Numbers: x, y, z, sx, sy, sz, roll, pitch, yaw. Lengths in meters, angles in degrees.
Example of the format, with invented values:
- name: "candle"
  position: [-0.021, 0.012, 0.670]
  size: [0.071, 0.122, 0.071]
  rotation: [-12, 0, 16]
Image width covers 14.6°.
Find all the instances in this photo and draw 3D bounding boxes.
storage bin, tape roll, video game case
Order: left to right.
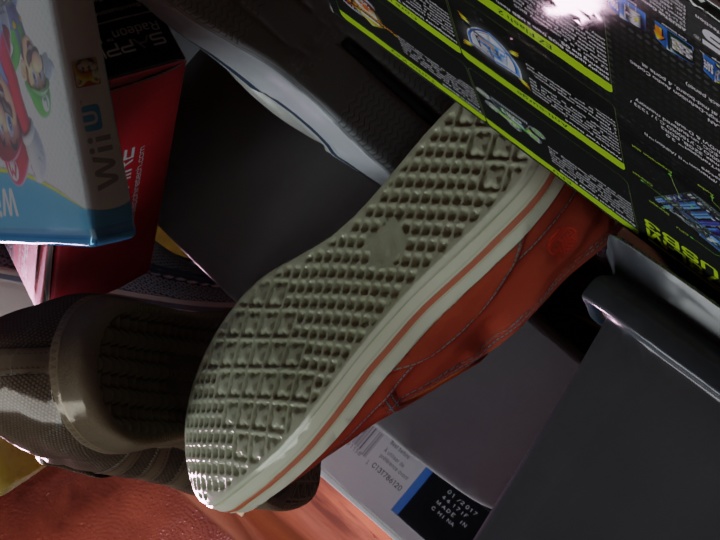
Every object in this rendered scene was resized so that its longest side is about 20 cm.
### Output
- name: "video game case"
  position: [-0.125, -0.108, 0.889]
  size: [0.143, 0.018, 0.201]
  rotation: [3, 105, 60]
- name: "tape roll"
  position: [0.000, 0.000, 1.054]
  size: [0.200, 0.066, 0.200]
  rotation: [41, -177, -3]
- name: "storage bin"
  position: [0.098, 0.088, 0.869]
  size: [0.145, 0.134, 0.200]
  rotation: [36, -178, 6]

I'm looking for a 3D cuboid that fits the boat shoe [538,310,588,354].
- name: "boat shoe"
  position: [0.091, 0.074, 1.122]
  size: [0.068, 0.072, 0.200]
  rotation: [34, -177, -33]

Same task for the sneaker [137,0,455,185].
- name: "sneaker"
  position: [-0.040, -0.095, 0.908]
  size: [0.200, 0.073, 0.071]
  rotation: [47, 165, -27]

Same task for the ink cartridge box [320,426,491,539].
- name: "ink cartridge box"
  position: [0.048, 0.111, 1.204]
  size: [0.099, 0.039, 0.200]
  rotation: [39, 179, 22]

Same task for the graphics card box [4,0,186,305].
- name: "graphics card box"
  position: [-0.126, -0.102, 0.978]
  size: [0.200, 0.051, 0.126]
  rotation: [59, 156, 27]

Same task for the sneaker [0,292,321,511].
- name: "sneaker"
  position: [-0.079, 0.044, 1.016]
  size: [0.075, 0.071, 0.200]
  rotation: [-1, 166, 24]

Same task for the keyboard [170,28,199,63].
- name: "keyboard"
  position: [-0.044, -0.046, 1.177]
  size: [0.200, 0.056, 0.011]
  rotation: [55, -173, -51]

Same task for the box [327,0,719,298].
- name: "box"
  position: [0.063, -0.068, 0.720]
  size: [0.200, 0.048, 0.193]
  rotation: [37, 171, 20]

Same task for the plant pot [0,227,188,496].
- name: "plant pot"
  position: [-0.172, -0.059, 1.251]
  size: [0.194, 0.195, 0.200]
  rotation: [28, 152, 53]

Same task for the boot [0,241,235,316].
- name: "boot"
  position: [-0.123, -0.028, 1.060]
  size: [0.200, 0.091, 0.073]
  rotation: [11, -176, -18]

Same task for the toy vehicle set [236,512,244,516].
- name: "toy vehicle set"
  position: [-0.019, 0.052, 1.292]
  size: [0.027, 0.124, 0.200]
  rotation: [41, 170, 2]

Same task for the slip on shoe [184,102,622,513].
- name: "slip on shoe"
  position: [0.012, 0.016, 0.912]
  size: [0.061, 0.200, 0.074]
  rotation: [23, -144, -36]
